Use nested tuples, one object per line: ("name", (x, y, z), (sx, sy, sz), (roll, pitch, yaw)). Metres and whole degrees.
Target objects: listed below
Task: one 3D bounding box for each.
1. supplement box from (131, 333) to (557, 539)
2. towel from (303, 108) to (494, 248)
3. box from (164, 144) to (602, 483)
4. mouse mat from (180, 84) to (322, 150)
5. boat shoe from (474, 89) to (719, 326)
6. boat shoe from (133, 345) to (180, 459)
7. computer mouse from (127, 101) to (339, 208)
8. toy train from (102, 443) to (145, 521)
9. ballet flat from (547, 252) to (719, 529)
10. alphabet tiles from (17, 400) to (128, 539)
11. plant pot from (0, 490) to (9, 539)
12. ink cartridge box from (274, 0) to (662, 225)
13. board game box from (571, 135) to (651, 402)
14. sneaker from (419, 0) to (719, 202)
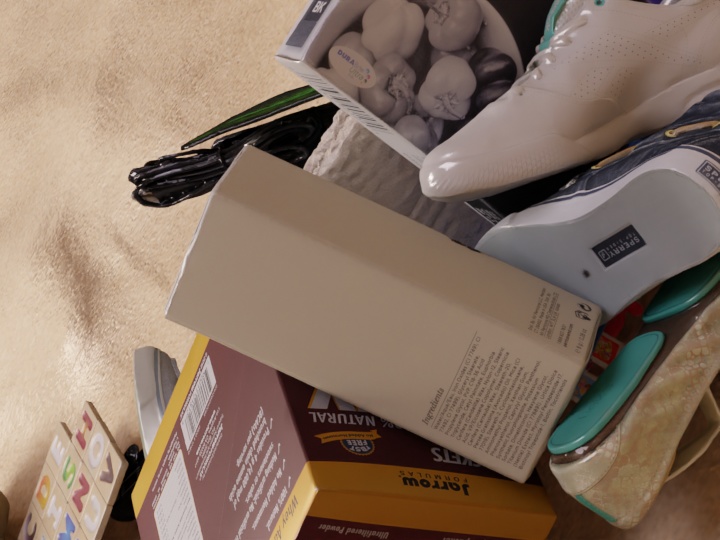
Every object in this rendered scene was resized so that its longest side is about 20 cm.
("supplement box", (-0.018, 0.126, 1.210), (0.200, 0.132, 0.198), (-111, 37, -49))
("towel", (0.059, -0.090, 1.256), (0.200, 0.132, 0.034), (-57, 29, 2))
("box", (0.012, 0.021, 1.118), (0.082, 0.200, 0.068), (-65, -2, 28))
("mouse mat", (-0.006, -0.121, 1.402), (0.199, 0.008, 0.161), (-19, 8, 14))
("boat shoe", (0.142, -0.028, 1.138), (0.091, 0.071, 0.200), (-40, 8, -34))
("boat shoe", (-0.099, 0.127, 1.454), (0.070, 0.071, 0.201), (87, 166, -48))
("computer mouse", (-0.050, -0.073, 1.470), (0.138, 0.200, 0.053), (-17, 94, 26))
("toy train", (-0.112, 0.106, 1.528), (0.200, 0.034, 0.046), (-46, 38, 29))
("ballet flat", (0.163, 0.043, 1.113), (0.200, 0.062, 0.067), (-50, 15, -23))
("alphabet tiles", (-0.211, 0.201, 1.598), (0.167, 0.008, 0.201), (47, 120, 59))
("plant pot", (-0.350, 0.237, 1.680), (0.187, 0.187, 0.200), (-11, 45, 54))
("ink cartridge box", (0.081, -0.141, 1.198), (0.200, 0.198, 0.043), (-59, 31, -6))
("board game box", (0.117, 0.008, 1.245), (0.158, 0.039, 0.200), (3, 64, 63))
("sneaker", (0.109, -0.099, 1.168), (0.089, 0.200, 0.075), (67, 160, -3))
